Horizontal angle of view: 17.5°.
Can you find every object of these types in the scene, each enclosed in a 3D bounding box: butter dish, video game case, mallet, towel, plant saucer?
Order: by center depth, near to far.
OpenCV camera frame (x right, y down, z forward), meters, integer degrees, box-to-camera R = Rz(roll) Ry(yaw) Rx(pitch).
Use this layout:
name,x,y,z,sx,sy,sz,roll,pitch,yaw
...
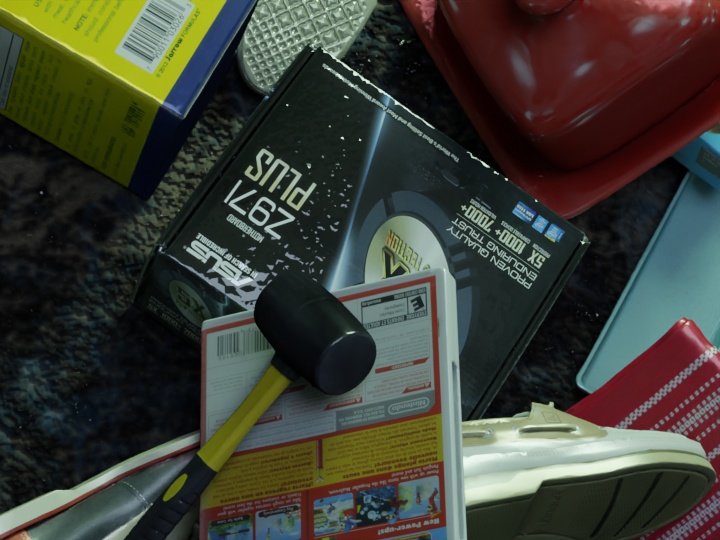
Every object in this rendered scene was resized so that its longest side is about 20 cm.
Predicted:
name,x,y,z,sx,sy,sz,roll,pitch,yaw
mallet,-0.067,0.096,1.174,0.066,0.041,0.200,32,86,42
video game case,-0.016,0.103,1.175,0.142,0.017,0.201,-13,60,21
towel,0.191,0.142,1.295,0.200,0.145,0.022,51,26,9
butter dish,0.123,-0.159,1.350,0.199,0.148,0.201,-34,77,14
plant saucer,0.196,0.011,1.408,0.070,0.019,0.200,32,63,-2

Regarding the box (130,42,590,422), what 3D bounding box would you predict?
name,x,y,z,sx,sy,sz,roll,pitch,yaw
box,0.000,0.000,1.315,0.200,0.086,0.164,36,63,0

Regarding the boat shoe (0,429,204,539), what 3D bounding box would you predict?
name,x,y,z,sx,sy,sz,roll,pitch,yaw
boat shoe,-0.123,0.132,1.232,0.199,0.071,0.063,-23,87,-29

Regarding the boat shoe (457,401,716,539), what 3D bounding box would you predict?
name,x,y,z,sx,sy,sz,roll,pitch,yaw
boat shoe,0.099,0.102,1.227,0.199,0.075,0.069,-1,45,-35

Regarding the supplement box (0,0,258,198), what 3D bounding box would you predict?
name,x,y,z,sx,sy,sz,roll,pitch,yaw
supplement box,-0.170,-0.151,1.316,0.199,0.109,0.110,30,63,-3

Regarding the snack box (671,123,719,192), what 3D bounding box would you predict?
name,x,y,z,sx,sy,sz,roll,pitch,yaw
snack box,0.239,-0.151,1.467,0.116,0.037,0.200,37,62,15

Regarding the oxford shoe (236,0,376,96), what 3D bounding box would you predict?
name,x,y,z,sx,sy,sz,roll,pitch,yaw
oxford shoe,-0.022,-0.193,1.412,0.075,0.058,0.201,22,78,-13
